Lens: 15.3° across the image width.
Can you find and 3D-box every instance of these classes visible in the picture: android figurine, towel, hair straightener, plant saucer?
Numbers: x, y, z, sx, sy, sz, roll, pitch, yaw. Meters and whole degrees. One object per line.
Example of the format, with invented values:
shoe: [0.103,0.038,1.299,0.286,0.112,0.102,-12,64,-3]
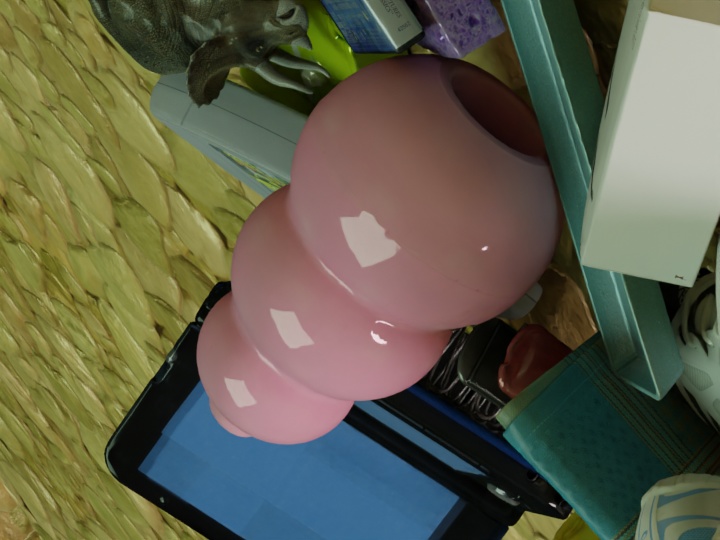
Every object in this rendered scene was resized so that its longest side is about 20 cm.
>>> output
android figurine: [-0.044,-0.143,1.344,0.200,0.041,0.182,41,160,37]
towel: [0.159,0.108,1.165,0.200,0.147,0.022,50,131,6]
hair straightener: [0.120,0.078,1.251,0.200,0.041,0.077,30,170,-31]
plant saucer: [0.093,-0.047,1.113,0.070,0.019,0.201,-146,38,-78]

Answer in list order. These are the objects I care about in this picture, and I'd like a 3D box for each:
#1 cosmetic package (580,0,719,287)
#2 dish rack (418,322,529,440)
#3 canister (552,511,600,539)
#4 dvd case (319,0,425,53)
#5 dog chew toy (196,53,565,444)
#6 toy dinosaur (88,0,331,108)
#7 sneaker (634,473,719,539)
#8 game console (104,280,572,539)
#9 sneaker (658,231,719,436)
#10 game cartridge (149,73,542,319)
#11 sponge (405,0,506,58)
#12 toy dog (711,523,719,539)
cosmetic package: [0.117,-0.074,0.970,0.050,0.083,0.200,9,155,2]
dish rack: [0.037,0.038,1.343,0.153,0.055,0.200,28,174,23]
canister: [0.193,0.214,1.366,0.148,0.086,0.200,27,151,55]
dvd case: [-0.041,-0.182,1.177,0.200,0.018,0.143,56,177,-8]
dog chew toy: [0.000,0.000,1.196,0.124,0.200,0.125,33,-155,-18]
toy dinosaur: [-0.103,-0.132,1.323,0.200,0.077,0.103,19,136,59]
sneaker: [0.196,0.142,1.102,0.199,0.073,0.072,19,152,-23]
game console: [-0.016,0.105,1.348,0.199,0.119,0.171,32,174,-7]
sneaker: [0.151,0.022,1.103,0.115,0.076,0.201,36,159,38]
game cartridge: [-0.013,-0.043,1.354,0.200,0.041,0.133,27,170,38]
sponge: [-0.013,-0.186,1.156,0.200,0.030,0.112,58,175,-18]
toy dog: [0.233,0.114,0.966,0.199,0.194,0.140,28,167,11]
